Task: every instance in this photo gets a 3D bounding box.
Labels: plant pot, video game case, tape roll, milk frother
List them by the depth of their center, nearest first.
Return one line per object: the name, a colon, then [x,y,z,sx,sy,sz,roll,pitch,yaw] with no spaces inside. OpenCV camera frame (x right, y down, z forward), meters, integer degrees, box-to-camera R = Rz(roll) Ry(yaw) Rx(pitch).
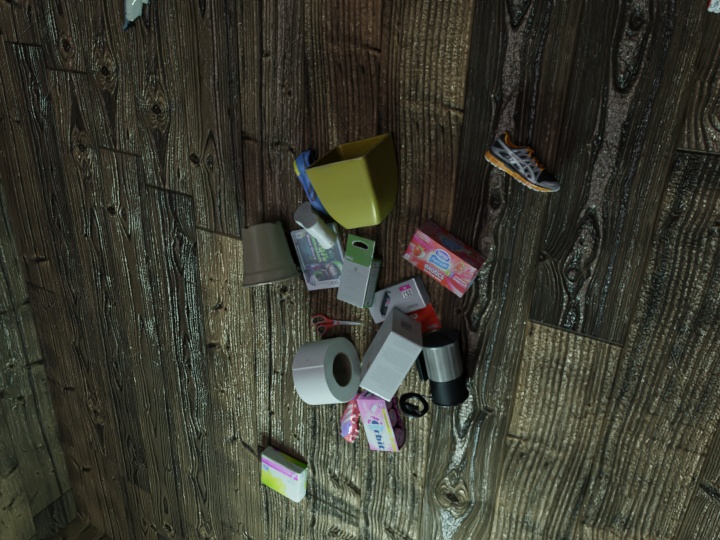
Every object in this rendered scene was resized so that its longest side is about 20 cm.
plant pot: [-0.003,-0.233,1.542,0.191,0.195,0.205,-4,117,32]
milk frother: [0.200,0.301,1.626,0.177,0.199,0.194,-3,108,36]
video game case: [-0.124,-0.041,1.791,0.178,0.023,0.206,-7,105,33]
plant pot: [-0.302,-0.058,1.808,0.196,0.199,0.189,-7,95,33]
tape roll: [-0.108,0.327,1.826,0.136,0.202,0.208,-13,103,35]

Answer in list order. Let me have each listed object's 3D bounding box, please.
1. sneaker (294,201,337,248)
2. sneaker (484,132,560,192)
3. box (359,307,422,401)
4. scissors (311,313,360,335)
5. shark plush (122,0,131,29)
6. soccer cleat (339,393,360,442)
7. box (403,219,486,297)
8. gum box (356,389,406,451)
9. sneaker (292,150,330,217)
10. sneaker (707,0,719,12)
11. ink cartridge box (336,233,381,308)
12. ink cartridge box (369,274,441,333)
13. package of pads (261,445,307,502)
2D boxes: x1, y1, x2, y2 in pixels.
sneaker: [-0.133,-0.130,1.702,0.073,0.201,0.116,-41,121,4]
sneaker: [0.397,-0.256,1.350,0.198,0.078,0.078,35,115,13]
box: [0.089,0.242,1.635,0.104,0.153,0.203,26,112,-6]
scissors: [-0.085,0.167,1.859,0.197,0.014,0.075,-18,97,37]
shark plush: [-0.738,-0.868,1.827,0.085,0.089,0.201,62,150,19]
soccer cleat: [-0.038,0.504,1.943,0.075,0.066,0.205,20,122,28]
box: [0.229,-0.035,1.530,0.198,0.095,0.101,36,123,14]
gum box: [0.069,0.492,1.867,0.111,0.066,0.206,-7,106,34]
sneaker: [-0.127,-0.260,1.677,0.077,0.066,0.204,-25,95,32]
sneaker: [0.705,-0.579,1.026,0.105,0.067,0.207,13,119,24]
ink cartridge box: [0.000,0.000,1.690,0.102,0.059,0.206,18,103,33]
ink cartridge box: [0.125,0.125,1.695,0.197,0.043,0.177,-21,96,36]
package of pads: [-0.305,0.810,2.230,0.196,0.068,0.159,18,118,25]
